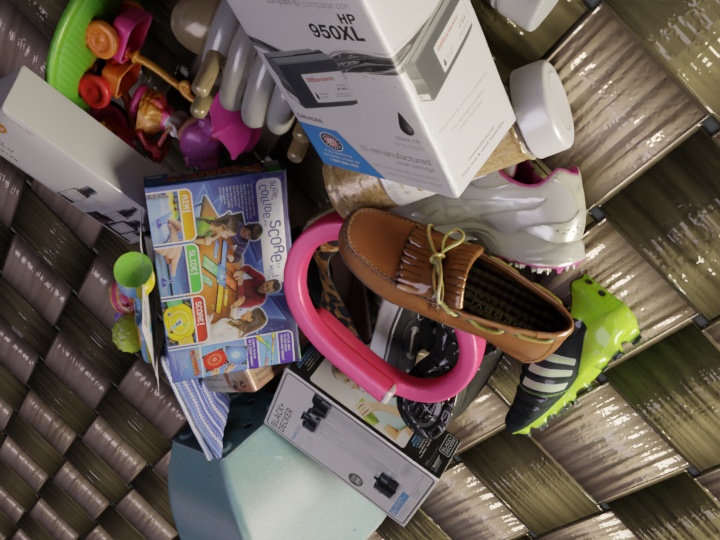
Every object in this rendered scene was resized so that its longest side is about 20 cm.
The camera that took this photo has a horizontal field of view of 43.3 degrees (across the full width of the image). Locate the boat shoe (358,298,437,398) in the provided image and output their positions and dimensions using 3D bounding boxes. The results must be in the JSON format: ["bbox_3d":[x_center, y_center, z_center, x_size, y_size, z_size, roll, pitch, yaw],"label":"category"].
[{"bbox_3d":[0.049,0.044,0.890,0.062,0.071,0.203,15,128,2],"label":"boat shoe"}]

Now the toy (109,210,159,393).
[{"bbox_3d":[-0.226,0.038,0.903,0.046,0.118,0.201,-2,156,-13],"label":"toy"}]

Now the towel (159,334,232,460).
[{"bbox_3d":[-0.178,0.101,1.042,0.023,0.201,0.147,-17,116,8],"label":"towel"}]

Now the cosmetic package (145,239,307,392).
[{"bbox_3d":[-0.146,0.019,0.979,0.086,0.103,0.204,-7,113,43],"label":"cosmetic package"}]

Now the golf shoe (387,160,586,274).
[{"bbox_3d":[0.102,-0.062,0.768,0.197,0.075,0.094,16,110,31],"label":"golf shoe"}]

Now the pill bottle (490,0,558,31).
[{"bbox_3d":[0.058,-0.253,0.594,0.198,0.114,0.115,36,139,7],"label":"pill bottle"}]

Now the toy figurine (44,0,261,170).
[{"bbox_3d":[-0.182,-0.155,0.859,0.181,0.151,0.202,28,129,3],"label":"toy figurine"}]

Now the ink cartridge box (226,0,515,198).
[{"bbox_3d":[0.001,-0.158,0.608,0.143,0.085,0.201,20,153,42],"label":"ink cartridge box"}]

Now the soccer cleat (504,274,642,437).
[{"bbox_3d":[0.178,0.080,0.828,0.081,0.067,0.201,50,141,18],"label":"soccer cleat"}]

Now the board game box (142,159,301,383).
[{"bbox_3d":[-0.130,0.003,0.877,0.035,0.132,0.205,-125,29,-62],"label":"board game box"}]

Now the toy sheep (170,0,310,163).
[{"bbox_3d":[-0.063,-0.173,0.749,0.197,0.140,0.139,25,140,-8],"label":"toy sheep"}]

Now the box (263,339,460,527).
[{"bbox_3d":[-0.002,0.175,0.989,0.198,0.060,0.118,36,138,7],"label":"box"}]

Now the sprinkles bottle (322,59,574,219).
[{"bbox_3d":[0.066,-0.098,0.717,0.197,0.069,0.069,-18,113,28],"label":"sprinkles bottle"}]

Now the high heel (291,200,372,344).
[{"bbox_3d":[0.000,0.000,0.885,0.144,0.071,0.199,52,152,-5],"label":"high heel"}]

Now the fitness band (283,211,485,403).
[{"bbox_3d":[0.019,0.037,0.807,0.199,0.037,0.144,39,127,4],"label":"fitness band"}]

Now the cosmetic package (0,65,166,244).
[{"bbox_3d":[-0.261,-0.100,0.849,0.081,0.052,0.199,-12,142,40],"label":"cosmetic package"}]

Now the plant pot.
[{"bbox_3d":[-0.122,0.260,1.104,0.193,0.195,0.204,4,123,48],"label":"plant pot"}]

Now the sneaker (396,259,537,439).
[{"bbox_3d":[0.107,0.066,0.861,0.076,0.090,0.202,43,120,20],"label":"sneaker"}]

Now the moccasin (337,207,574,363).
[{"bbox_3d":[0.074,0.008,0.714,0.199,0.074,0.078,33,156,-1],"label":"moccasin"}]

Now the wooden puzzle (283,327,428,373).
[{"bbox_3d":[-0.010,0.137,1.039,0.196,0.037,0.188,16,132,28],"label":"wooden puzzle"}]
